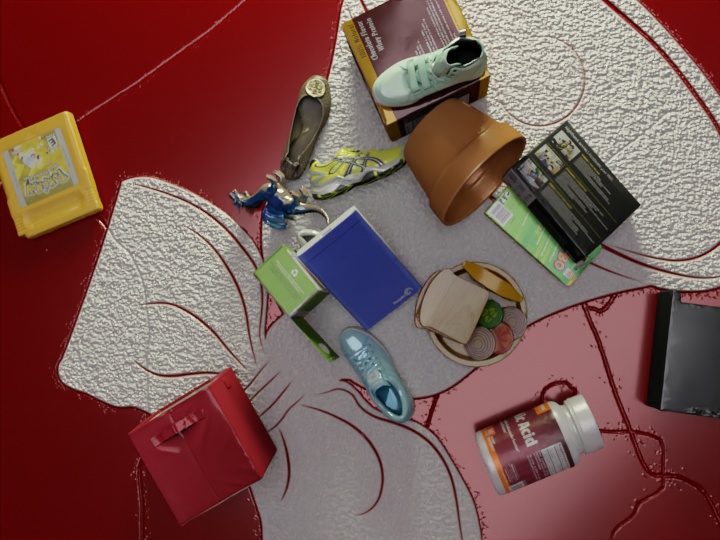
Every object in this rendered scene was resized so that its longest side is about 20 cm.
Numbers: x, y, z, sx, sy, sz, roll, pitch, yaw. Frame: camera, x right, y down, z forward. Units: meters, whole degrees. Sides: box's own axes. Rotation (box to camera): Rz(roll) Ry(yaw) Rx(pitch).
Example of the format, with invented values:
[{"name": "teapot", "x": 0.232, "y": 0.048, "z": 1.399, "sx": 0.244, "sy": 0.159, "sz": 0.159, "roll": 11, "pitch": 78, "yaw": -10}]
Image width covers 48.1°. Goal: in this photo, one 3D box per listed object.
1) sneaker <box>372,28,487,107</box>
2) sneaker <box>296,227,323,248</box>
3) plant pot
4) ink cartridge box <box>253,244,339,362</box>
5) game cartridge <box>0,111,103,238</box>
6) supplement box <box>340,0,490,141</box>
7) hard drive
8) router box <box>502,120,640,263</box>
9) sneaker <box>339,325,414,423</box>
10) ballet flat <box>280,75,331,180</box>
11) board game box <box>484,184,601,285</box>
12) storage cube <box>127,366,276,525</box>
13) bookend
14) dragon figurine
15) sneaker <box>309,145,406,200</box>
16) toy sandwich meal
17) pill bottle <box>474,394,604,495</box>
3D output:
[{"name": "sneaker", "x": 0.108, "y": -0.328, "z": 1.302, "sx": 0.197, "sy": 0.118, "sz": 0.075, "roll": -18, "pitch": 87, "yaw": 6}, {"name": "sneaker", "x": -0.027, "y": -0.024, "z": 1.453, "sx": 0.197, "sy": 0.088, "sz": 0.077, "roll": 19, "pitch": 88, "yaw": 7}, {"name": "plant pot", "x": 0.167, "y": -0.198, "z": 1.389, "sx": 0.200, "sy": 0.200, "sz": 0.140, "roll": -45, "pitch": 75, "yaw": 3}, {"name": "ink cartridge box", "x": -0.087, "y": 0.059, "z": 1.427, "sx": 0.076, "sy": 0.148, "sz": 0.200, "roll": -42, "pitch": 84, "yaw": 2}, {"name": "game cartridge", "x": -0.607, "y": -0.181, "z": 1.560, "sx": 0.174, "sy": 0.032, "sz": 0.203, "roll": -21, "pitch": 84, "yaw": 6}, {"name": "supplement box", "x": 0.098, "y": -0.371, "z": 1.432, "sx": 0.197, "sy": 0.133, "sz": 0.200, "roll": -25, "pitch": 85, "yaw": 5}, {"name": "hard drive", "x": 0.000, "y": 0.000, "z": 1.419, "sx": 0.131, "sy": 0.025, "sz": 0.200, "roll": -37, "pitch": 118, "yaw": 11}, {"name": "router box", "x": 0.367, "y": -0.137, "z": 1.407, "sx": 0.149, "sy": 0.051, "sz": 0.201, "roll": -38, "pitch": 85, "yaw": -16}, {"name": "sneaker", "x": 0.030, "y": 0.183, "z": 1.439, "sx": 0.074, "sy": 0.082, "sz": 0.201, "roll": -40, "pitch": 83, "yaw": 3}, {"name": "ballet flat", "x": -0.104, "y": -0.265, "z": 1.495, "sx": 0.066, "sy": 0.046, "sz": 0.203, "roll": 20, "pitch": 90, "yaw": 7}, {"name": "board game box", "x": 0.326, "y": -0.072, "z": 1.443, "sx": 0.200, "sy": 0.030, "sz": 0.096, "roll": 43, "pitch": 93, "yaw": 10}, {"name": "storage cube", "x": -0.269, "y": 0.301, "z": 1.417, "sx": 0.169, "sy": 0.200, "sz": 0.182, "roll": -30, "pitch": 91, "yaw": 4}, {"name": "bookend", "x": 0.602, "y": 0.147, "z": 1.367, "sx": 0.195, "sy": 0.092, "sz": 0.204, "roll": 6, "pitch": 87, "yaw": 5}, {"name": "dragon figurine", "x": -0.144, "y": -0.114, "z": 1.477, "sx": 0.198, "sy": 0.059, "sz": 0.100, "roll": 31, "pitch": 119, "yaw": 7}, {"name": "sneaker", "x": -0.004, "y": -0.193, "z": 1.465, "sx": 0.197, "sy": 0.075, "sz": 0.078, "roll": -19, "pitch": 87, "yaw": 5}, {"name": "toy sandwich meal", "x": 0.198, "y": 0.074, "z": 1.430, "sx": 0.201, "sy": 0.070, "sz": 0.210, "roll": 0, "pitch": 87, "yaw": 7}, {"name": "pill bottle", "x": 0.306, "y": 0.295, "z": 1.384, "sx": 0.197, "sy": 0.114, "sz": 0.116, "roll": -24, "pitch": 85, "yaw": 5}]
